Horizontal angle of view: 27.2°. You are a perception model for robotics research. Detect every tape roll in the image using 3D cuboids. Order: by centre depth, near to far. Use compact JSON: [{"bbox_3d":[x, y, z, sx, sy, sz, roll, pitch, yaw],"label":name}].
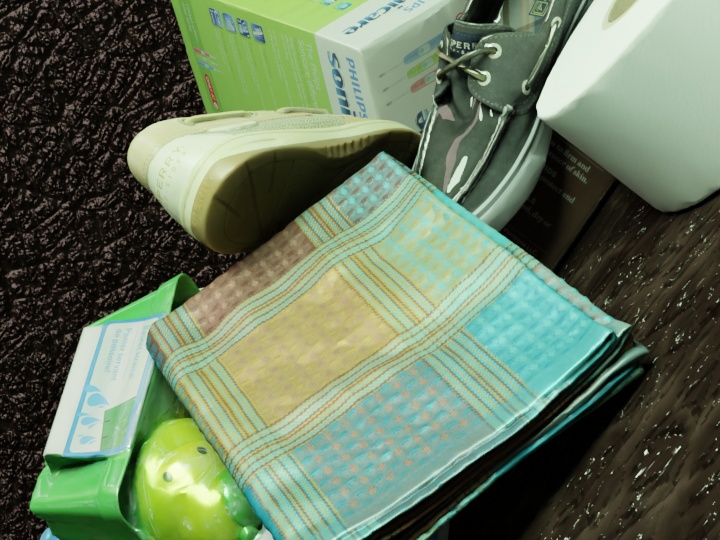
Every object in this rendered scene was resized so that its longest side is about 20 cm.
[{"bbox_3d":[0.162,-0.126,0.629,0.203,0.071,0.202,-54,5,6],"label":"tape roll"}]

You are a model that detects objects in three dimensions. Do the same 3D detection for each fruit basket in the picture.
[{"bbox_3d":[-0.047,0.064,0.670,0.198,0.094,0.186,-14,45,28],"label":"fruit basket"}]

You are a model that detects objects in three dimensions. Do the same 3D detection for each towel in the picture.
[{"bbox_3d":[0.001,0.029,0.592,0.146,0.022,0.200,-37,36,-8],"label":"towel"}]

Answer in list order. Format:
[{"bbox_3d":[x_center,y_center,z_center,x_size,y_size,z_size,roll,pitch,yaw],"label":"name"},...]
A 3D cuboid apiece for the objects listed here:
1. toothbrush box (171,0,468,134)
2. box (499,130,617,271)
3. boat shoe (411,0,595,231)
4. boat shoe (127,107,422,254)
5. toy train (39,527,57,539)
[{"bbox_3d":[-0.016,-0.110,0.906,0.086,0.147,0.199,-33,37,-24],"label":"toothbrush box"},{"bbox_3d":[0.102,-0.072,0.801,0.201,0.075,0.100,-53,6,-6],"label":"box"},{"bbox_3d":[0.068,-0.107,0.723,0.070,0.066,0.201,21,78,43],"label":"boat shoe"},{"bbox_3d":[-0.032,-0.049,0.728,0.199,0.065,0.073,-9,-55,-56],"label":"boat shoe"},{"bbox_3d":[-0.151,0.137,0.997,0.114,0.086,0.201,-47,26,28],"label":"toy train"}]
